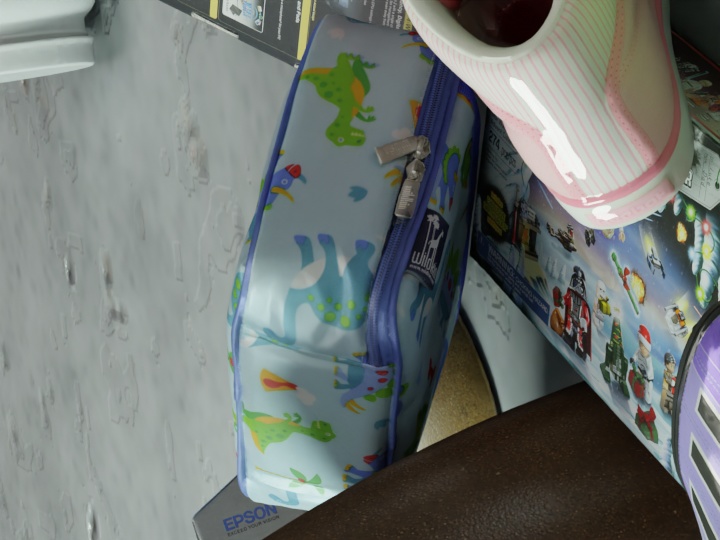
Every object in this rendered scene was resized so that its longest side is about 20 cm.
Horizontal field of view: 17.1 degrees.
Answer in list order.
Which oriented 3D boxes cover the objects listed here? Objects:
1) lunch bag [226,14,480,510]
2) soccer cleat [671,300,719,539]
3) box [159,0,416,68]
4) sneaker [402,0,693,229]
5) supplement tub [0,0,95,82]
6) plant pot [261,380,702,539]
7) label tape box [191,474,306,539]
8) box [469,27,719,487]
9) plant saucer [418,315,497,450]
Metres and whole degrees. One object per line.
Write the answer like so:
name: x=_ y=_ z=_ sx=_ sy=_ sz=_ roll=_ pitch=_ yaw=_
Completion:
lunch bag: x=0.000 y=0.000 z=1.011 sx=0.201 sy=0.082 sz=0.162 roll=92 pitch=-169 yaw=-55
soccer cleat: x=0.150 y=0.105 z=0.821 sx=0.073 sy=0.068 sz=0.202 roll=-122 pitch=25 yaw=-68
box: x=-0.020 y=-0.185 z=1.035 sx=0.160 sy=0.049 sz=0.201 roll=28 pitch=131 yaw=24
sneaker: x=0.060 y=-0.115 z=0.857 sx=0.105 sy=0.075 sz=0.201 roll=45 pitch=-156 yaw=-39
supplement tub: x=-0.241 y=-0.220 z=1.495 sx=0.140 sy=0.139 sz=0.202 roll=179 pitch=82 yaw=-66
plant pot: x=0.032 y=0.150 z=0.951 sx=0.187 sy=0.198 sz=0.189 roll=171 pitch=90 yaw=-66
label tape box: x=-0.044 y=0.171 z=1.244 sx=0.144 sy=0.063 sz=0.201 roll=85 pitch=164 yaw=-66
box: x=0.108 y=-0.018 z=0.912 sx=0.200 sy=0.040 sz=0.138 roll=-131 pitch=39 yaw=-50
plant saucer: x=0.012 y=0.092 z=1.176 sx=0.200 sy=0.035 sz=0.202 roll=170 pitch=90 yaw=-67
